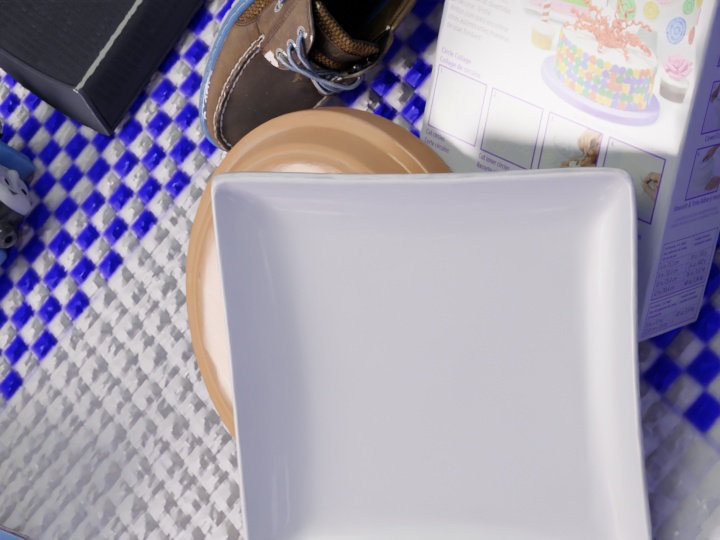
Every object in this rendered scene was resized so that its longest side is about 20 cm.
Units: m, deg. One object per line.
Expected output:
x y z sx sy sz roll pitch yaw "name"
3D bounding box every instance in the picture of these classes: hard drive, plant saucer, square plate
-0.186 -0.179 1.289 0.200 0.042 0.135 36 91 43 "hard drive"
-0.016 0.021 1.000 0.200 0.032 0.201 10 104 41 "plant saucer"
0.034 0.051 0.927 0.197 0.028 0.201 0 104 19 "square plate"

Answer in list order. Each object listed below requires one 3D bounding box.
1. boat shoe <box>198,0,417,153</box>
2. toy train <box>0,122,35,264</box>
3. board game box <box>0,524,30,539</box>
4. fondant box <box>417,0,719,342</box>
-0.021 -0.135 1.095 0.200 0.072 0.072 -54 27 21 "boat shoe"
-0.280 -0.010 1.250 0.200 0.087 0.114 -47 57 5 "toy train"
-0.304 0.213 1.139 0.159 0.097 0.201 9 73 40 "board game box"
0.104 -0.087 0.927 0.144 0.058 0.201 27 118 36 "fondant box"
